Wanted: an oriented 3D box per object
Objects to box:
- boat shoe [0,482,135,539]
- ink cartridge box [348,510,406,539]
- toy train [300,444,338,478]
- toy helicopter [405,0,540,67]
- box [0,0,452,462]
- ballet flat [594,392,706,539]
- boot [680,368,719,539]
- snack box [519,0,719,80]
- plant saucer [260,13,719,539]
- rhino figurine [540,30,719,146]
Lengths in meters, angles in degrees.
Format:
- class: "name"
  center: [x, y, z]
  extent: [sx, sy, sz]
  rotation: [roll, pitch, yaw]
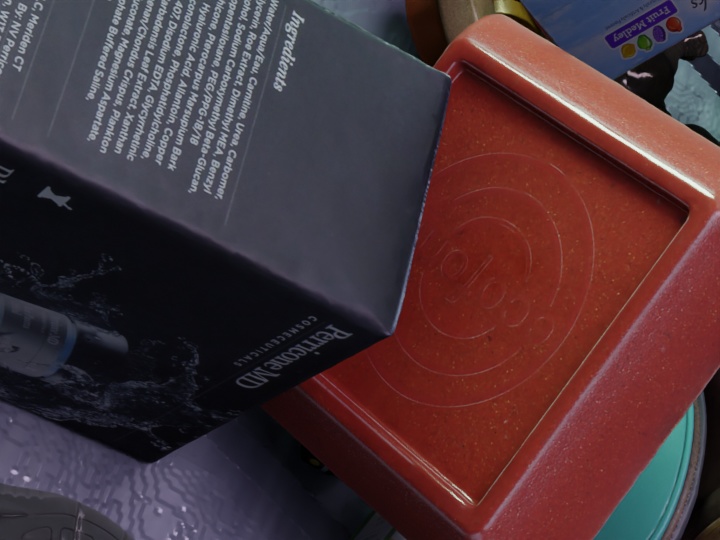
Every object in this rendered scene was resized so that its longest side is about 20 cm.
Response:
- class: "boat shoe"
  center: [-0.149, 0.119, 0.778]
  extent: [0.201, 0.065, 0.075]
  rotation: [31, 55, -24]
- class: "ink cartridge box"
  center: [0.070, 0.117, 0.919]
  extent: [0.104, 0.059, 0.200]
  rotation: [49, 53, -8]
- class: "toy train"
  center: [0.000, 0.000, 0.939]
  extent: [0.046, 0.034, 0.201]
  rotation: [18, 61, -15]
- class: "toy helicopter"
  center: [0.082, -0.053, 0.970]
  extent: [0.132, 0.079, 0.201]
  rotation: [-63, 133, -67]
- class: "box"
  center: [-0.106, -0.035, 0.777]
  extent: [0.199, 0.196, 0.118]
  rotation: [26, 60, -23]
- class: "ballet flat"
  center: [0.118, 0.047, 0.900]
  extent: [0.073, 0.073, 0.201]
  rotation: [15, 62, -28]
- class: "boot"
  center: [0.164, 0.060, 0.942]
  extent: [0.072, 0.200, 0.167]
  rotation: [-12, 76, 6]
- class: "snack box"
  center: [0.174, -0.186, 0.949]
  extent: [0.068, 0.168, 0.200]
  rotation: [50, 35, -17]
- class: "plant saucer"
  center: [0.050, 0.007, 0.825]
  extent: [0.200, 0.199, 0.037]
  rotation: [-54, 140, 3]
- class: "rhino figurine"
  center: [0.134, -0.102, 1.052]
  extent: [0.087, 0.060, 0.201]
  rotation: [-36, 94, -42]
